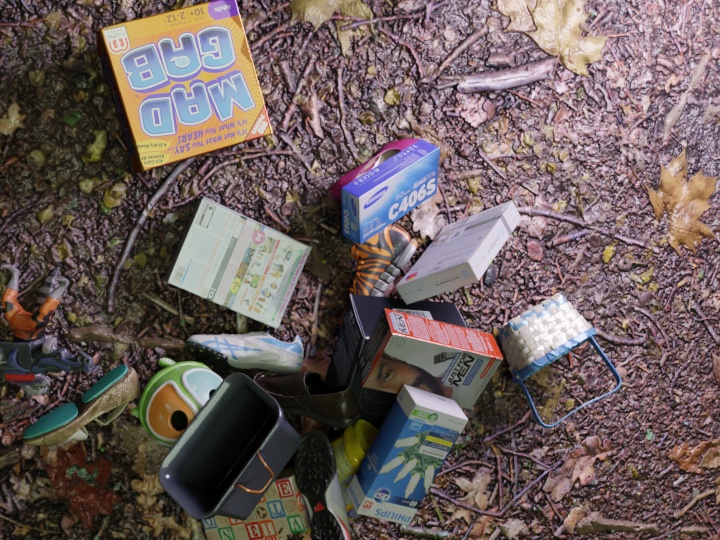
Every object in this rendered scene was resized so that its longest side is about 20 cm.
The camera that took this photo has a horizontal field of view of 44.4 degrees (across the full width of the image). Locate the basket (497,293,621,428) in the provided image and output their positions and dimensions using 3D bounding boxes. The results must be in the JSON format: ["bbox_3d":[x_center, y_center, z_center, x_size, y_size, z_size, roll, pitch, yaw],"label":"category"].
[{"bbox_3d":[0.354,0.159,1.591,0.174,0.140,0.202,-23,71,-14],"label":"basket"}]

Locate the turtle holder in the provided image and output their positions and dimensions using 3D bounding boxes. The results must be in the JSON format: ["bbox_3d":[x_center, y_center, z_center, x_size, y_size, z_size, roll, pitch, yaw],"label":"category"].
[{"bbox_3d":[-0.259,0.233,1.402,0.141,0.131,0.186,-47,135,-15],"label":"turtle holder"}]

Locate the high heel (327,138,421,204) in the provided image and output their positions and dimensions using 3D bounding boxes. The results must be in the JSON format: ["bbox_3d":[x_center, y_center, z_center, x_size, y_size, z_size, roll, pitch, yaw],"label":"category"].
[{"bbox_3d":[0.038,-0.170,1.490,0.197,0.096,0.068,-24,102,-14],"label":"high heel"}]

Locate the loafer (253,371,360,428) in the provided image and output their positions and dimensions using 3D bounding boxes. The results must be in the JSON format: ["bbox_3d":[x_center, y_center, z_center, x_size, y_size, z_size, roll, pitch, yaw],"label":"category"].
[{"bbox_3d":[-0.089,0.190,1.413,0.197,0.073,0.073,10,114,22],"label":"loafer"}]

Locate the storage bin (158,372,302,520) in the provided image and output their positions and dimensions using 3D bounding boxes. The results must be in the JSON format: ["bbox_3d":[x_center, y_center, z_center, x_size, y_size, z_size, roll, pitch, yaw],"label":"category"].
[{"bbox_3d":[-0.174,0.281,1.322,0.201,0.145,0.134,-54,147,-7],"label":"storage bin"}]

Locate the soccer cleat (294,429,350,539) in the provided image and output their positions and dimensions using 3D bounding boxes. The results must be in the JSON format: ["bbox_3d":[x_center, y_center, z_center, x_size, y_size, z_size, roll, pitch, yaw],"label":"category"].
[{"bbox_3d":[-0.056,0.352,1.377,0.067,0.073,0.204,-15,76,7],"label":"soccer cleat"}]

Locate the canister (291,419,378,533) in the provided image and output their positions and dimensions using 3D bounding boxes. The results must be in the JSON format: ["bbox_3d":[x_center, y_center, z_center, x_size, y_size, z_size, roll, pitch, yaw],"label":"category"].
[{"bbox_3d":[-0.032,0.352,1.468,0.199,0.087,0.148,-36,124,21],"label":"canister"}]

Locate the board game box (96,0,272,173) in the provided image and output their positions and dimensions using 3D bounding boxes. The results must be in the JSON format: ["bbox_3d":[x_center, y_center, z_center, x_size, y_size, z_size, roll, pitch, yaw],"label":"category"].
[{"bbox_3d":[-0.269,-0.272,1.326,0.197,0.199,0.204,-18,100,-16],"label":"board game box"}]

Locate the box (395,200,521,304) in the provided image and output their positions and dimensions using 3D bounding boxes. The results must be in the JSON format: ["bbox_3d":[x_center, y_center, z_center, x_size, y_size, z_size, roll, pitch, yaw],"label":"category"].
[{"bbox_3d":[0.166,-0.031,1.469,0.042,0.154,0.200,57,42,-14],"label":"box"}]

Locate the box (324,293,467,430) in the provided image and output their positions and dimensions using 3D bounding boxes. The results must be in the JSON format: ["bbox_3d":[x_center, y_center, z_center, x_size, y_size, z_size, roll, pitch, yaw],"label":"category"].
[{"bbox_3d":[0.060,0.160,1.475,0.196,0.125,0.199,6,122,-18],"label":"box"}]

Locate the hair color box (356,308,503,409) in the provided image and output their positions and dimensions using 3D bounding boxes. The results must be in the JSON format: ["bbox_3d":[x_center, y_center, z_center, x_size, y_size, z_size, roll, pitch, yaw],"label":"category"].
[{"bbox_3d":[0.106,0.138,1.357,0.197,0.064,0.112,14,122,-22],"label":"hair color box"}]

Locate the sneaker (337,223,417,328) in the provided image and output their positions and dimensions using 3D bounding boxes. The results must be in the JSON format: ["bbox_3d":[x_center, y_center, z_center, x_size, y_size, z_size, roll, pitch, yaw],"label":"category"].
[{"bbox_3d":[0.000,0.000,1.514,0.111,0.078,0.201,36,89,-2],"label":"sneaker"}]

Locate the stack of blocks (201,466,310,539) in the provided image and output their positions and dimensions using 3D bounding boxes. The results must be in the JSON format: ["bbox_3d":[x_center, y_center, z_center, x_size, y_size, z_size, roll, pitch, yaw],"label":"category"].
[{"bbox_3d":[-0.162,0.395,1.428,0.197,0.058,0.117,-18,93,28],"label":"stack of blocks"}]

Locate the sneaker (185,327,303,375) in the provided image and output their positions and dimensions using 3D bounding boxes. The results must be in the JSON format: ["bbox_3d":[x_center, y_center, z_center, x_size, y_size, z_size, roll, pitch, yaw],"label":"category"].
[{"bbox_3d":[-0.191,0.128,1.465,0.196,0.072,0.074,9,62,-14],"label":"sneaker"}]

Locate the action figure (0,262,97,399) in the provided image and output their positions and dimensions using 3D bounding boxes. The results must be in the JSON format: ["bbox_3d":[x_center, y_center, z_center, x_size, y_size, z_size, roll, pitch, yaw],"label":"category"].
[{"bbox_3d":[-0.478,0.100,1.346,0.196,0.105,0.197,10,98,7],"label":"action figure"}]

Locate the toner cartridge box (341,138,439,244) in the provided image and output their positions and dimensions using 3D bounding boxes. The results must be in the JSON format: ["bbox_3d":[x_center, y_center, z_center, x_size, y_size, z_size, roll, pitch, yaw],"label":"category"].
[{"bbox_3d":[0.052,-0.133,1.471,0.199,0.043,0.096,-35,140,-32],"label":"toner cartridge box"}]

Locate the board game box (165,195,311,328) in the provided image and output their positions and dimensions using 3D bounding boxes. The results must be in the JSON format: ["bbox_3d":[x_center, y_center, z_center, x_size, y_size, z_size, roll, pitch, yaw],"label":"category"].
[{"bbox_3d":[-0.199,-0.013,1.445,0.197,0.064,0.150,25,88,-17],"label":"board game box"}]

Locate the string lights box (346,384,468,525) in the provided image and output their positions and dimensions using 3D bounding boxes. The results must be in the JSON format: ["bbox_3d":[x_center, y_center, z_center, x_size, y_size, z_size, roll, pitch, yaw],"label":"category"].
[{"bbox_3d":[0.070,0.284,1.355,0.101,0.059,0.202,19,106,-27],"label":"string lights box"}]

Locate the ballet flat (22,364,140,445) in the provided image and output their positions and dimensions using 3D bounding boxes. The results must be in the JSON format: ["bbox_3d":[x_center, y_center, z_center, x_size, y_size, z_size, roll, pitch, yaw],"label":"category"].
[{"bbox_3d":[-0.432,0.229,1.392,0.198,0.070,0.066,-33,118,-9],"label":"ballet flat"}]
